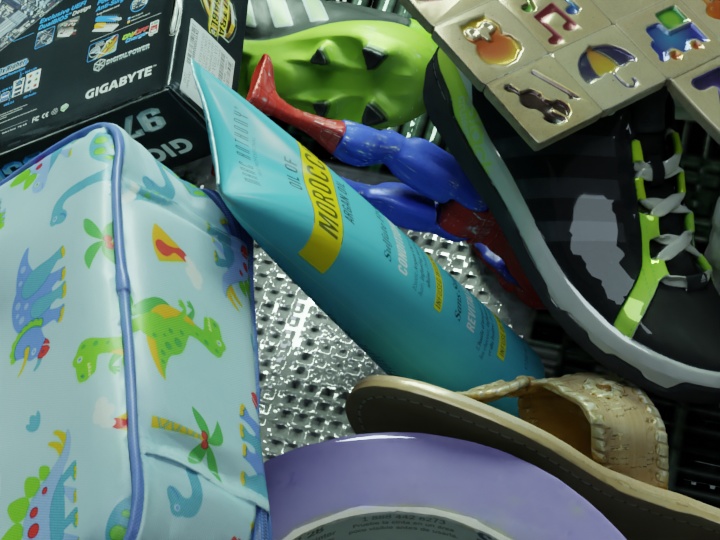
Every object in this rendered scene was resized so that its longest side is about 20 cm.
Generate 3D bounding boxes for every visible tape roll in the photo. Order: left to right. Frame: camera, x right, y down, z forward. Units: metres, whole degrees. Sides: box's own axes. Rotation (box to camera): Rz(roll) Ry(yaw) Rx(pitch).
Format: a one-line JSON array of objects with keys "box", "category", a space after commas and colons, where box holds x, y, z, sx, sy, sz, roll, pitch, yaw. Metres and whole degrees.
[{"box": [0.012, 0.164, 0.630, 0.200, 0.085, 0.200, 0, 53, 0], "category": "tape roll"}]

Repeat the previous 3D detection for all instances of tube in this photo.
[{"box": [0.000, 0.000, 0.686, 0.050, 0.200, 0.077, -38, 39, 12], "category": "tube"}]

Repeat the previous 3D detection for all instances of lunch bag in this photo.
[{"box": [-0.112, 0.059, 0.616, 0.161, 0.082, 0.200, -32, 46, 24], "category": "lunch bag"}]

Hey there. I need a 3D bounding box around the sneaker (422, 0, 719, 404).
[{"box": [0.099, -0.039, 0.698, 0.072, 0.083, 0.200, -12, 61, -52], "category": "sneaker"}]

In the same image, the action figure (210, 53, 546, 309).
[{"box": [0.040, -0.047, 0.785, 0.200, 0.065, 0.099, 24, 37, -12], "category": "action figure"}]

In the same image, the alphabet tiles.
[{"box": [0.117, -0.121, 0.712, 0.200, 0.008, 0.167, -27, 64, -25], "category": "alphabet tiles"}]

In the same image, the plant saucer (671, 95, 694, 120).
[{"box": [0.149, -0.114, 0.831, 0.200, 0.050, 0.200, 1, 28, -1], "category": "plant saucer"}]

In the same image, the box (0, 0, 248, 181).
[{"box": [-0.145, -0.098, 0.794, 0.200, 0.046, 0.159, -18, 49, 26], "category": "box"}]

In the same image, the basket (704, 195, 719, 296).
[{"box": [0.263, -0.003, 0.684, 0.200, 0.198, 0.161, -21, 60, -15], "category": "basket"}]

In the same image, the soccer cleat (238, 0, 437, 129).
[{"box": [-0.048, -0.109, 0.853, 0.200, 0.068, 0.081, 15, 24, 22], "category": "soccer cleat"}]

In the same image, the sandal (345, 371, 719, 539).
[{"box": [0.100, 0.075, 0.695, 0.212, 0.078, 0.070, 26, 55, 1], "category": "sandal"}]
